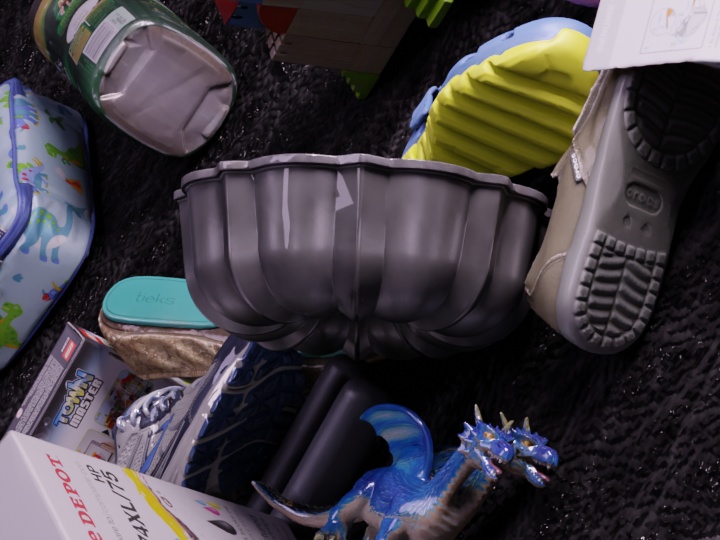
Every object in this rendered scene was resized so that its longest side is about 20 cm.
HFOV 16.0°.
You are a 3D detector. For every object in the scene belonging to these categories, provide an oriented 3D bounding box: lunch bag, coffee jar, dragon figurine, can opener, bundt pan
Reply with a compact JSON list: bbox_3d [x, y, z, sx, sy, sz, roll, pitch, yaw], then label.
[{"bbox_3d":[-0.269,-0.031,1.887,0.161,0.082,0.201,-49,30,26],"label":"lunch bag"},{"bbox_3d":[-0.165,-0.154,1.801,0.086,0.104,0.200,-55,29,6],"label":"coffee jar"},{"bbox_3d":[0.025,0.107,1.321,0.200,0.059,0.100,12,75,59],"label":"dragon figurine"},{"bbox_3d":[-0.057,0.134,1.416,0.201,0.067,0.053,-61,32,17],"label":"can opener"},{"bbox_3d":[0.000,0.000,1.326,0.201,0.201,0.076,-14,68,53],"label":"bundt pan"}]

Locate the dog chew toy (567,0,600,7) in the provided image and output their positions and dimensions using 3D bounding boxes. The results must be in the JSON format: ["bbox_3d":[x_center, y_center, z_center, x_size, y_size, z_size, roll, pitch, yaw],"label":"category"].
[{"bbox_3d":[0.144,-0.240,1.374,0.124,0.124,0.201,-22,41,49],"label":"dog chew toy"}]

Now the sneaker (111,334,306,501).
[{"bbox_3d":[-0.103,0.095,1.452,0.085,0.077,0.201,47,125,27],"label":"sneaker"}]

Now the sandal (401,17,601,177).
[{"bbox_3d":[0.071,-0.088,1.376,0.200,0.079,0.087,-39,24,55],"label":"sandal"}]

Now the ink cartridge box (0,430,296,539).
[{"bbox_3d":[-0.120,0.202,1.301,0.146,0.199,0.147,-52,45,16],"label":"ink cartridge box"}]

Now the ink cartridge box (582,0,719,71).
[{"bbox_3d":[0.214,-0.160,1.217,0.199,0.047,0.161,-1,65,43],"label":"ink cartridge box"}]

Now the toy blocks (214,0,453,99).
[{"bbox_3d":[-0.024,-0.190,1.512,0.200,0.136,0.101,124,142,-47],"label":"toy blocks"}]

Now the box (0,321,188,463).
[{"bbox_3d":[-0.179,0.144,1.562,0.201,0.110,0.035,-59,29,3],"label":"box"}]

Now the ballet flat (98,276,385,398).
[{"bbox_3d":[-0.058,0.042,1.488,0.199,0.066,0.071,7,46,29],"label":"ballet flat"}]

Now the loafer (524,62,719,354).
[{"bbox_3d":[0.128,-0.058,1.282,0.069,0.075,0.201,8,72,55],"label":"loafer"}]
